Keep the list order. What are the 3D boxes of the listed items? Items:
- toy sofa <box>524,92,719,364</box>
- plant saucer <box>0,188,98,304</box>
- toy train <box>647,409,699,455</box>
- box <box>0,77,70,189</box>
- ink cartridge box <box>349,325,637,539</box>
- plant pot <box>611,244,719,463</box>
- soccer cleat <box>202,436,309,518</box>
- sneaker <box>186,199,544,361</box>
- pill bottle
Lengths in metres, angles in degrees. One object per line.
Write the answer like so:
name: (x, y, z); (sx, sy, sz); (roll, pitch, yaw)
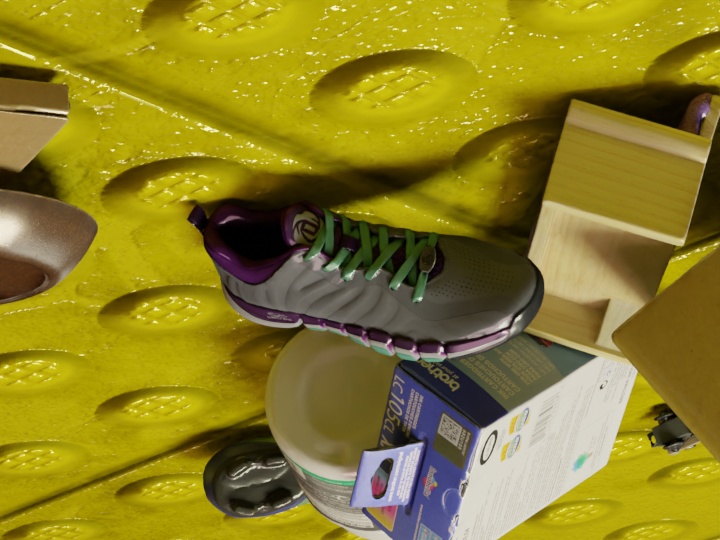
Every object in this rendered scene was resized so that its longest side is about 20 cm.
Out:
toy sofa: (0.143, -0.032, 1.332); (0.083, 0.098, 0.200); (16, 158, 4)
plant saucer: (-0.241, -0.008, 1.250); (0.200, 0.032, 0.200); (-4, 167, -1)
toy train: (0.299, 0.094, 1.741); (0.200, 0.034, 0.046); (-28, 163, 38)
box: (-0.268, -0.062, 1.160); (0.200, 0.021, 0.163); (4, 158, -31)
ink cartridge box: (0.080, 0.097, 1.436); (0.200, 0.076, 0.137); (-30, 146, -39)
plant pot: (0.301, 0.059, 1.313); (0.195, 0.200, 0.194); (-42, 160, 20)
soccer cleat: (-0.021, 0.142, 1.729); (0.200, 0.065, 0.084); (-7, -172, -15)
sneaker: (0.000, 0.000, 1.301); (0.200, 0.075, 0.088); (3, 154, 24)
pill bottle: (0.005, 0.113, 1.571); (0.113, 0.113, 0.200); (-10, 159, 4)
